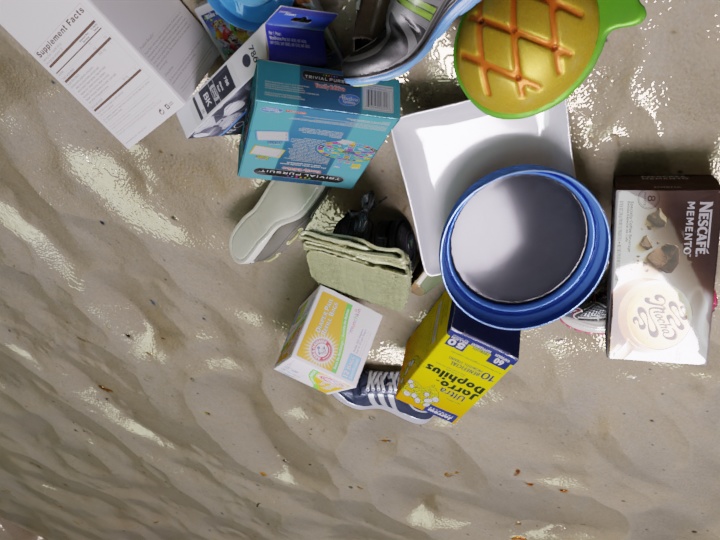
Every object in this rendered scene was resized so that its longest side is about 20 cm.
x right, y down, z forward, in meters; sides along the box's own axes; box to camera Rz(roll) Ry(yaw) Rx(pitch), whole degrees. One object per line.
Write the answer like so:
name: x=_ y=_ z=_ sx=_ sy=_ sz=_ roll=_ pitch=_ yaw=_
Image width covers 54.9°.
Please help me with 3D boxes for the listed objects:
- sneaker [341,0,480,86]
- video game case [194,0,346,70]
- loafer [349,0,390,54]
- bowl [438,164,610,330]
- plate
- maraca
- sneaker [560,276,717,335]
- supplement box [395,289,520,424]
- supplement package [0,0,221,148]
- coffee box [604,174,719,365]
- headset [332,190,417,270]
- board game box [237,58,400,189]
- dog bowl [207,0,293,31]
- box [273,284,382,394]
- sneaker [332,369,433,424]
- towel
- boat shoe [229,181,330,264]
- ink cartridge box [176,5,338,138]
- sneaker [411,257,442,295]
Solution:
sneaker: x=0.052 y=-0.256 z=0.654 sx=0.199 sy=0.071 sz=0.083 roll=-43 pitch=117 yaw=11
video game case: x=-0.085 y=-0.241 z=0.811 sx=0.140 sy=0.018 sz=0.202 roll=-10 pitch=130 yaw=28
loafer: x=0.029 y=-0.259 z=0.714 sx=0.071 sy=0.072 sz=0.203 roll=15 pitch=137 yaw=3
bowl: x=0.187 y=-0.027 z=0.807 sx=0.195 sy=0.040 sz=0.205 roll=0 pitch=117 yaw=0
plate: x=0.149 y=-0.107 z=0.807 sx=0.195 sy=0.033 sz=0.204 roll=-13 pitch=116 yaw=8
maraca: x=0.176 y=-0.235 z=0.662 sx=0.199 sy=0.107 sz=0.139 roll=-37 pitch=84 yaw=26
sneaker: x=0.349 y=0.026 z=0.897 sx=0.196 sy=0.081 sz=0.076 roll=-14 pitch=110 yaw=23
supplement box: x=0.144 y=0.120 z=1.028 sx=0.107 sy=0.111 sz=0.201 roll=23 pitch=137 yaw=-6
supplement package: x=-0.278 y=-0.267 z=0.773 sx=0.118 sy=0.123 sz=0.200 roll=-22 pitch=124 yaw=35
coffee box: x=0.345 y=-0.003 z=0.801 sx=0.110 sy=0.080 sz=0.205 roll=3 pitch=108 yaw=17
headset: x=0.014 y=-0.031 z=0.933 sx=0.120 sy=0.096 sz=0.202 roll=9 pitch=148 yaw=9
board game box: x=-0.055 y=-0.155 z=0.776 sx=0.147 sy=0.048 sz=0.200 roll=4 pitch=165 yaw=-15
dog bowl: x=-0.100 y=-0.342 z=0.676 sx=0.109 sy=0.050 sz=0.203 roll=19 pitch=130 yaw=6
box: x=-0.053 y=0.109 z=1.030 sx=0.100 sy=0.115 sz=0.200 roll=25 pitch=162 yaw=-8
sneaker: x=0.049 y=0.193 z=1.162 sx=0.196 sy=0.071 sz=0.109 roll=18 pitch=142 yaw=-10
towel: x=0.000 y=0.000 z=0.896 sx=0.145 sy=0.037 sz=0.201 roll=16 pitch=163 yaw=9
boat shoe: x=-0.102 y=-0.079 z=0.949 sx=0.201 sy=0.073 sz=0.060 roll=-40 pitch=154 yaw=30
ink cartridge box: x=-0.110 y=-0.211 z=0.763 sx=0.198 sy=0.099 sz=0.040 roll=-31 pitch=83 yaw=39
sneaker: x=0.140 y=-0.020 z=0.917 sx=0.088 sy=0.068 sz=0.202 roll=28 pitch=132 yaw=-4
